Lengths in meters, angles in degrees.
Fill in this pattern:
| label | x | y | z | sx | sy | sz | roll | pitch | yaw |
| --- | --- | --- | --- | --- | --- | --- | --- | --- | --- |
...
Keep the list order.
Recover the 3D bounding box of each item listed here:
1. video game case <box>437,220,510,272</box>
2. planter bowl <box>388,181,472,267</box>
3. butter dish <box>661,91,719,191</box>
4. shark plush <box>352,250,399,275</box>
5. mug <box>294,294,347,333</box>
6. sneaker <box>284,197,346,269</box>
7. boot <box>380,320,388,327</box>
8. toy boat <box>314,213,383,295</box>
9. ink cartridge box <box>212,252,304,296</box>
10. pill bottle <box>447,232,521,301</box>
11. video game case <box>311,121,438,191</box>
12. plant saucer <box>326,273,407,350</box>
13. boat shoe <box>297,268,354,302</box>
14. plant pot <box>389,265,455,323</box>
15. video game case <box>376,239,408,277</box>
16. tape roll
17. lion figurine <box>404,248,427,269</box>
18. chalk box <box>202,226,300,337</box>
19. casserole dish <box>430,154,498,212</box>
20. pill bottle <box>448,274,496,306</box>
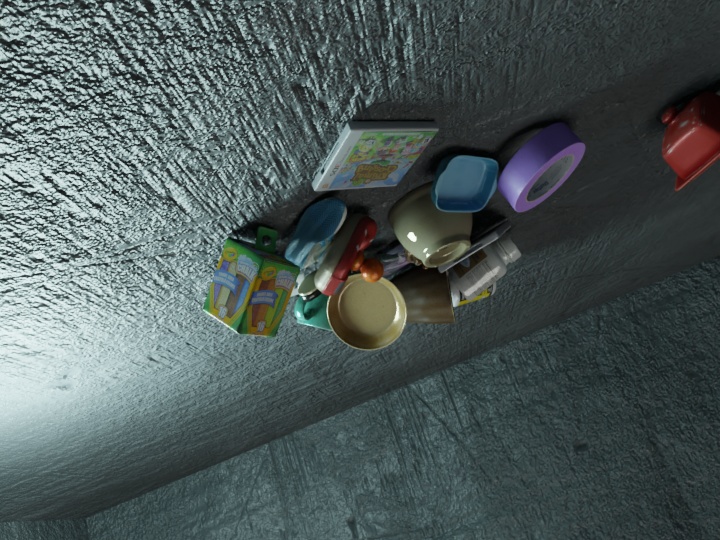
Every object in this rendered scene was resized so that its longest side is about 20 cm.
| label | x | y | z | sx | sy | sz | roll | pitch | yaw |
| --- | --- | --- | --- | --- | --- | --- | --- | --- | --- |
| video game case | 0.304 | -0.065 | 1.753 | 0.180 | 0.022 | 0.199 | -33 | 179 | 25 |
| planter bowl | 0.175 | -0.094 | 1.514 | 0.194 | 0.138 | 0.201 | -18 | 159 | -7 |
| butter dish | 0.769 | -0.328 | 1.540 | 0.202 | 0.146 | 0.201 | -57 | 179 | -34 |
| shark plush | 0.000 | 0.000 | 1.641 | 0.194 | 0.085 | 0.091 | -13 | 158 | -22 |
| mug | -0.082 | 0.090 | 1.684 | 0.147 | 0.118 | 0.185 | 12 | 175 | 2 |
| sneaker | -0.086 | -0.085 | 1.383 | 0.080 | 0.077 | 0.200 | -33 | 170 | -49 |
| boot | 0.020 | 0.106 | 1.743 | 0.070 | 0.171 | 0.201 | -3 | 153 | -19 |
| toy boat | -0.007 | -0.023 | 1.418 | 0.128 | 0.203 | 0.131 | 30 | 137 | -5 |
| ink cartridge box | -0.228 | 0.028 | 1.505 | 0.194 | 0.068 | 0.117 | -17 | 158 | -12 |
| pill bottle | 0.354 | -0.018 | 1.889 | 0.198 | 0.116 | 0.114 | -38 | 157 | 10 |
| video game case | 0.026 | -0.212 | 1.239 | 0.195 | 0.023 | 0.182 | -9 | 156 | -32 |
| plant saucer | 0.016 | 0.094 | 1.601 | 0.196 | 0.203 | 0.036 | -27 | -162 | 16 |
| boat shoe | -0.070 | 0.017 | 1.508 | 0.072 | 0.065 | 0.201 | 0 | -151 | 34 |
| plant pot | 0.159 | 0.071 | 1.876 | 0.193 | 0.193 | 0.187 | -10 | 161 | 9 |
| video game case | 0.074 | -0.023 | 1.754 | 0.198 | 0.019 | 0.141 | -34 | 156 | 26 |
| tape roll | 0.394 | -0.223 | 1.448 | 0.197 | 0.066 | 0.202 | -33 | 157 | -15 |
| lion figurine | 0.187 | -0.075 | 1.673 | 0.199 | 0.072 | 0.124 | -40 | 154 | -18 |
| chalk box | -0.213 | 0.015 | 1.350 | 0.123 | 0.122 | 0.205 | 12 | 102 | -56 |
| casserole dish | 0.217 | -0.188 | 1.404 | 0.196 | 0.039 | 0.125 | -4 | 119 | -42 |
| pill bottle | 0.305 | 0.047 | 2.019 | 0.194 | 0.114 | 0.112 | -16 | 159 | -15 |
